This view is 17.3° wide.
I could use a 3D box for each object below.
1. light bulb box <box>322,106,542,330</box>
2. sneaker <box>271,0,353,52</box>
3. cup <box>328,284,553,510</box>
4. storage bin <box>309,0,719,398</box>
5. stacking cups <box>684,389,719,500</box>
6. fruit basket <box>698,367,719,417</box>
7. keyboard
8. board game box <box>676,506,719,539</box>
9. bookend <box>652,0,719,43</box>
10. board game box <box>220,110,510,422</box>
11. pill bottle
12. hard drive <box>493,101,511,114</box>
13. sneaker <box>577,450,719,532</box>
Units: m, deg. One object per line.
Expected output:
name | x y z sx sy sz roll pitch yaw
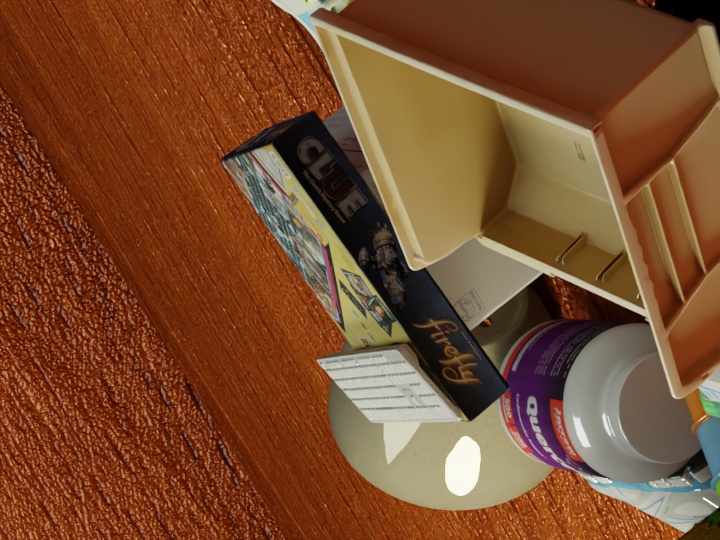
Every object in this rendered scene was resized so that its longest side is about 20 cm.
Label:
light bulb box | 0.070 -0.070 1.517 0.125 0.200 0.198 57 166 -15
sneaker | 0.002 -0.187 1.696 0.200 0.080 0.130 43 176 -42
cup | 0.076 0.065 1.856 0.200 0.200 0.144 47 151 30
storage bin | 0.098 -0.054 1.221 0.199 0.094 0.199 26 149 42
stacking cups | 0.244 0.114 1.540 0.061 0.060 0.201 89 162 -66
fruit basket | 0.282 0.097 1.424 0.201 0.094 0.185 57 166 -19
keyboard | 0.015 0.072 1.457 0.056 0.011 0.200 54 166 -6
board game box | 0.293 0.294 1.606 0.201 0.199 0.200 60 165 -19
bookend | 0.173 -0.164 1.186 0.200 0.092 0.199 52 166 16
board game box | 0.000 0.000 1.425 0.201 0.035 0.135 55 166 -9
pill bottle | 0.179 0.093 1.703 0.113 0.112 0.200 57 166 -9
hard drive | 0.172 -0.053 1.326 0.200 0.027 0.132 35 159 -17
sneaker | 0.232 0.165 1.784 0.087 0.075 0.200 53 167 -14
